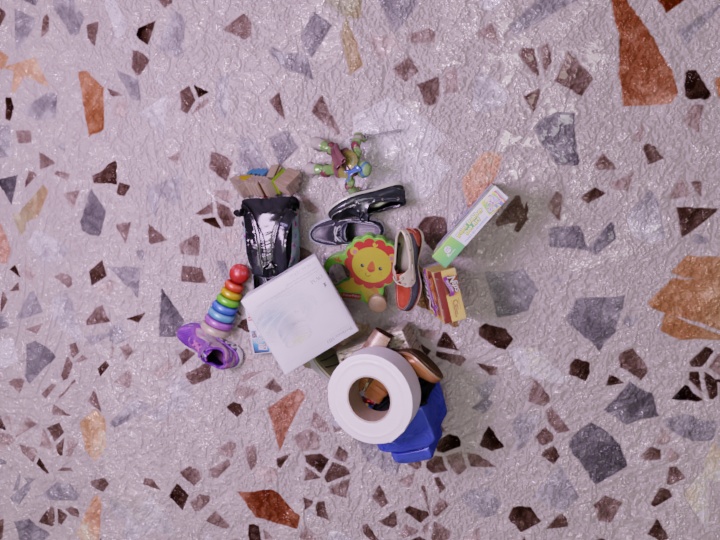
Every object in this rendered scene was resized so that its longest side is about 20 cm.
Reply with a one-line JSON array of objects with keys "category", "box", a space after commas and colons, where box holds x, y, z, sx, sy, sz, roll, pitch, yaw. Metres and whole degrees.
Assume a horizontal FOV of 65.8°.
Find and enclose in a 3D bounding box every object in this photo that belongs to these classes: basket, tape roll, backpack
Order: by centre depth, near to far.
[{"category": "tape roll", "box": [0.031, 0.275, 1.228, 0.200, 0.071, 0.205, 3, 98, 21]}, {"category": "backpack", "box": [0.124, 0.356, 1.358, 0.161, 0.200, 0.170, -11, 102, 21]}, {"category": "basket", "box": [0.054, 0.218, 1.386, 0.198, 0.135, 0.125, -20, 90, 15]}, {"category": "backpack", "box": [-0.217, -0.080, 1.398, 0.165, 0.126, 0.202, -3, 91, 15]}]

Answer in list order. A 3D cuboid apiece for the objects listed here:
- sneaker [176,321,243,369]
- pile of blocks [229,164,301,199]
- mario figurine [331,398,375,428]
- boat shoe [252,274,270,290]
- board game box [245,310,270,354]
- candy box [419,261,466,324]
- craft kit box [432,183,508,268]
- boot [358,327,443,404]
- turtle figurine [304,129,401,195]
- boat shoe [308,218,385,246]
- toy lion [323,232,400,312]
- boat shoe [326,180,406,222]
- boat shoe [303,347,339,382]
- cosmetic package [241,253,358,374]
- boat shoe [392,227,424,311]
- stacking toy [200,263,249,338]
[{"category": "sneaker", "box": [-0.420, 0.209, 1.514, 0.199, 0.088, 0.081, 28, 105, 8]}, {"category": "pile of blocks", "box": [-0.236, -0.221, 1.426, 0.198, 0.083, 0.062, 4, 143, 21]}, {"category": "mario figurine", "box": [0.004, 0.364, 1.429, 0.199, 0.124, 0.106, 37, 117, 0]}, {"category": "boat shoe", "box": [-0.242, 0.094, 1.426, 0.073, 0.068, 0.201, -14, 71, 21]}, {"category": "board game box", "box": [-0.201, 0.150, 1.481, 0.198, 0.035, 0.128, -7, 96, 14]}, {"category": "candy box", "box": [0.185, 0.046, 1.290, 0.056, 0.200, 0.118, -14, 95, -2]}, {"category": "craft kit box", "box": [0.247, -0.107, 1.255, 0.048, 0.197, 0.200, 41, 106, 4]}, {"category": "boot", "box": [0.078, 0.244, 1.279, 0.199, 0.074, 0.156, 31, 101, 21]}, {"category": "turtle figurine", "box": [-0.025, -0.258, 1.357, 0.193, 0.200, 0.145, 20, 134, 31]}, {"category": "boat shoe", "box": [-0.040, -0.094, 1.388, 0.198, 0.068, 0.073, 0, 99, 12]}, {"category": "toy lion", "box": [0.000, 0.000, 1.370, 0.198, 0.069, 0.194, 5, 113, 6]}, {"category": "boat shoe", "box": [0.018, -0.151, 1.342, 0.197, 0.075, 0.067, -18, 71, -1]}, {"category": "boat shoe", "box": [-0.120, 0.212, 1.410, 0.200, 0.074, 0.069, 48, 127, 23]}, {"category": "cosmetic package", "box": [-0.139, 0.098, 1.300, 0.198, 0.123, 0.201, -31, 98, -2]}, {"category": "boat shoe", "box": [0.104, 0.000, 1.299, 0.071, 0.062, 0.202, 16, 105, 40]}, {"category": "stacking toy", "box": [-0.354, 0.074, 1.488, 0.085, 0.085, 0.202, 25, 97, 8]}]
